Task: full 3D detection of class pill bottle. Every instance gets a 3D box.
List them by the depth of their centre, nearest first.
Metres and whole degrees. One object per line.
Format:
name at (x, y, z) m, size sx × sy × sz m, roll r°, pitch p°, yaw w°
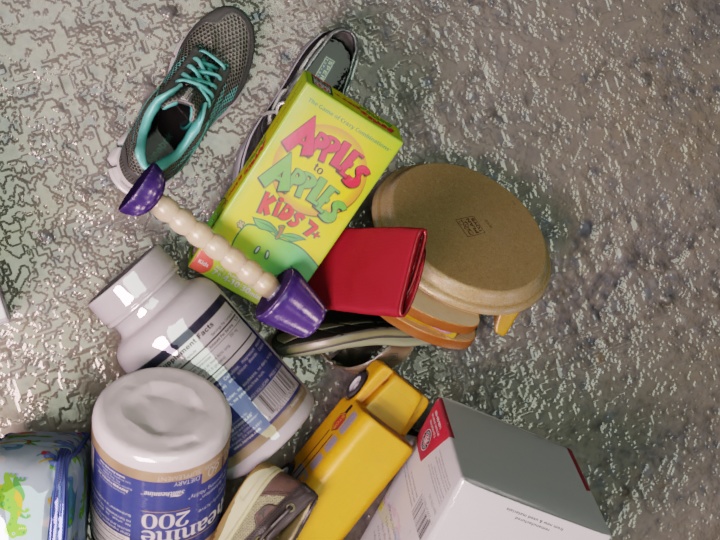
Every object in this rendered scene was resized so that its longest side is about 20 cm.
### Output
pill bottle at (-0.169, 0.189, 0.990) m, size 0.111 × 0.111 × 0.200 m, roll -2°, pitch 127°, yaw -16°
pill bottle at (-0.144, 0.077, 1.050) m, size 0.111 × 0.111 × 0.200 m, roll -43°, pitch 99°, yaw -13°

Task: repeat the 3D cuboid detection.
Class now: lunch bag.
lunch bag at (-0.265, 0.215, 0.965) m, size 0.082 × 0.200 × 0.161 m, roll 5°, pitch 86°, yaw -9°

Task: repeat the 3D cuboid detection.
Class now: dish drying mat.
dish drying mat at (0.000, 0.000, 1.048) m, size 0.018 × 0.200 × 0.077 m, roll 18°, pitch 83°, yaw -27°

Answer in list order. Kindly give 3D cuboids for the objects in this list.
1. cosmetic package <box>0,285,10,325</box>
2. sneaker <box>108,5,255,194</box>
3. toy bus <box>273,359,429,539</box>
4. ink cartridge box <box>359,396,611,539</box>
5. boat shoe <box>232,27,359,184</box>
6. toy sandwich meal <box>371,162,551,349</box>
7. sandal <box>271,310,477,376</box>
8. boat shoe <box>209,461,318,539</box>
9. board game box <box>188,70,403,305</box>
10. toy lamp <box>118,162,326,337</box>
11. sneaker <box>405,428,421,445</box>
cosmetic package at (-0.413, -0.021, 0.968) m, size 0.199 × 0.123 × 0.200 m, roll -18°, pitch 92°, yaw -16°
sneaker at (-0.150, -0.153, 1.064) m, size 0.077 × 0.091 × 0.200 m, roll 31°, pitch 80°, yaw -14°
toy bus at (-0.019, 0.180, 1.065) m, size 0.065 × 0.078 × 0.200 m, roll 39°, pitch 90°, yaw -17°
ink cartridge box at (0.094, 0.247, 1.038) m, size 0.144 × 0.145 × 0.200 m, roll 23°, pitch 108°, yaw -14°
boat shoe at (-0.055, -0.134, 1.102) m, size 0.074 × 0.068 × 0.200 m, roll 33°, pitch 82°, yaw -13°
toy sandwich meal at (0.088, -0.015, 1.122) m, size 0.205 × 0.070 × 0.205 m, roll 15°, pitch 45°, yaw -16°
sandal at (0.017, 0.073, 1.117) m, size 0.200 × 0.080 × 0.057 m, roll -1°, pitch 103°, yaw -17°
boat shoe at (-0.100, 0.257, 0.977) m, size 0.065 × 0.073 × 0.200 m, roll 19°, pitch 75°, yaw 23°
board game box at (-0.060, -0.066, 1.065) m, size 0.101 × 0.048 × 0.200 m, roll 30°, pitch 108°, yaw -15°
toy lamp at (-0.115, -0.011, 1.028) m, size 0.200 × 0.058 × 0.058 m, roll 37°, pitch 79°, yaw -16°
sneaker at (0.095, 0.222, 1.139) m, size 0.200 × 0.075 × 0.081 m, roll 37°, pitch 88°, yaw -12°
